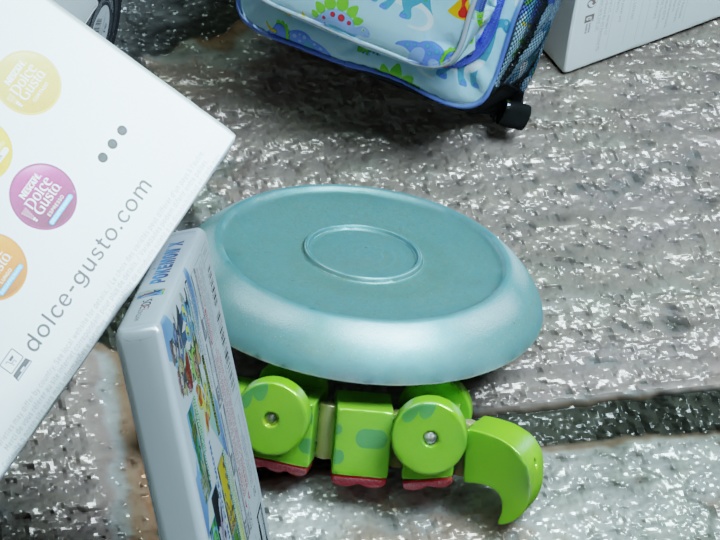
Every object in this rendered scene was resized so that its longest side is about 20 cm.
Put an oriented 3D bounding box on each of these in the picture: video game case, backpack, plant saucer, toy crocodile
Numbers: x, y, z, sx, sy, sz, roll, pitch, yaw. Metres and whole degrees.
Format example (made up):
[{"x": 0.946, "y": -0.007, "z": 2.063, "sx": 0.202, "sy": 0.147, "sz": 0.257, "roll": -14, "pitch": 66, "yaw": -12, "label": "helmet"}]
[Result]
[{"x": -0.067, "y": 0.097, "z": 1.115, "sx": 0.022, "sy": 0.201, "sz": 0.182, "roll": -10, "pitch": 13, "yaw": 5, "label": "video game case"}, {"x": 0.037, "y": -0.206, "z": 1.440, "sx": 0.183, "sy": 0.201, "sz": 0.147, "roll": 23, "pitch": 5, "yaw": 15, "label": "backpack"}, {"x": 0.000, "y": 0.000, "z": 1.338, "sx": 0.199, "sy": 0.028, "sz": 0.200, "roll": 6, "pitch": 27, "yaw": -3, "label": "plant saucer"}, {"x": -0.005, "y": 0.083, "z": 1.280, "sx": 0.199, "sy": 0.062, "sz": 0.068, "roll": 8, "pitch": 12, "yaw": 2, "label": "toy crocodile"}]

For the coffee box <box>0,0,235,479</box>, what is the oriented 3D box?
[{"x": -0.212, "y": -0.014, "z": 1.150, "sx": 0.198, "sy": 0.200, "sz": 0.200, "roll": 36, "pitch": 66, "yaw": -6, "label": "coffee box"}]

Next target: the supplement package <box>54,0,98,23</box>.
[{"x": -0.226, "y": -0.163, "z": 1.297, "sx": 0.121, "sy": 0.200, "sz": 0.120, "roll": 26, "pitch": 71, "yaw": 12, "label": "supplement package"}]

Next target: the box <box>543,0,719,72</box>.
[{"x": 0.179, "y": -0.223, "z": 1.574, "sx": 0.199, "sy": 0.098, "sz": 0.124, "roll": -21, "pitch": 51, "yaw": -25, "label": "box"}]

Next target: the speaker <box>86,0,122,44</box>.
[{"x": -0.245, "y": -0.161, "z": 1.470, "sx": 0.199, "sy": 0.081, "sz": 0.081, "roll": 16, "pitch": 46, "yaw": 8, "label": "speaker"}]
